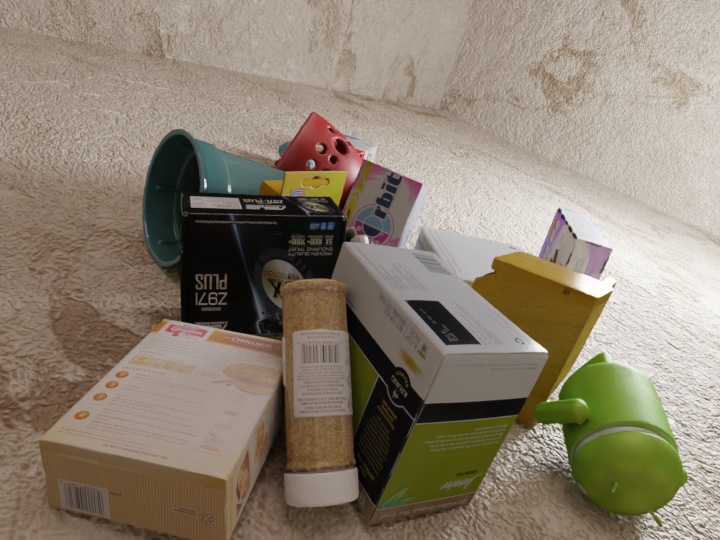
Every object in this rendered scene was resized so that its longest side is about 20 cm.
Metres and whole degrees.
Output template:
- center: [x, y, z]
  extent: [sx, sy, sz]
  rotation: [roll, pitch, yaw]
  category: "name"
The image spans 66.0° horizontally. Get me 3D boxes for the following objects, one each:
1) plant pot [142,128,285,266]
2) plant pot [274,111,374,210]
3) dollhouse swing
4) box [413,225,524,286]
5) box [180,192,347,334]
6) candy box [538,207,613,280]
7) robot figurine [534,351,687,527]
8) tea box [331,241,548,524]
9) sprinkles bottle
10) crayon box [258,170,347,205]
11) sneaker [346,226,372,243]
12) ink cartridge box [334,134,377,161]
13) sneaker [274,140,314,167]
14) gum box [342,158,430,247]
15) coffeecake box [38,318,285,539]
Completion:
- center: [-0.212, -0.100, 0.879]
  extent: [0.195, 0.201, 0.200]
  rotation: [5, 25, -44]
  category: "plant pot"
- center: [-0.078, -0.170, 1.070]
  extent: [0.182, 0.201, 0.201]
  rotation: [36, 20, -15]
  category: "plant pot"
- center: [0.235, 0.074, 0.765]
  extent: [0.181, 0.201, 0.176]
  rotation: [23, 26, 13]
  category: "dollhouse swing"
- center: [0.189, 0.040, 0.895]
  extent: [0.199, 0.131, 0.199]
  rotation: [11, 24, -13]
  category: "box"
- center: [-0.129, -0.009, 0.717]
  extent: [0.199, 0.165, 0.086]
  rotation: [0, 24, -19]
  category: "box"
- center: [0.413, -0.012, 1.105]
  extent: [0.071, 0.169, 0.200]
  rotation: [16, 25, 2]
  category: "candy box"
- center: [0.298, 0.190, 0.647]
  extent: [0.175, 0.116, 0.200]
  rotation: [34, 32, -12]
  category: "robot figurine"
- center: [0.047, 0.107, 0.575]
  extent: [0.133, 0.198, 0.200]
  rotation: [6, 27, -32]
  category: "tea box"
- center: [-0.040, 0.112, 0.524]
  extent: [0.068, 0.202, 0.068]
  rotation: [-3, -15, -1]
  category: "sprinkles bottle"
- center: [-0.101, -0.066, 0.842]
  extent: [0.126, 0.201, 0.051]
  rotation: [-11, 38, -46]
  category: "crayon box"
- center: [0.000, 0.000, 0.838]
  extent: [0.075, 0.093, 0.200]
  rotation: [-1, 29, -31]
  category: "sneaker"
- center: [-0.035, -0.343, 1.636]
  extent: [0.116, 0.068, 0.200]
  rotation: [21, 25, 11]
  category: "ink cartridge box"
- center: [-0.177, -0.282, 1.406]
  extent: [0.089, 0.079, 0.200]
  rotation: [0, 29, -26]
  category: "sneaker"
- center: [0.025, -0.074, 0.956]
  extent: [0.113, 0.201, 0.066]
  rotation: [25, 8, 16]
  category: "gum box"
- center: [-0.159, 0.133, 0.515]
  extent: [0.152, 0.074, 0.200]
  rotation: [10, 24, 6]
  category: "coffeecake box"
